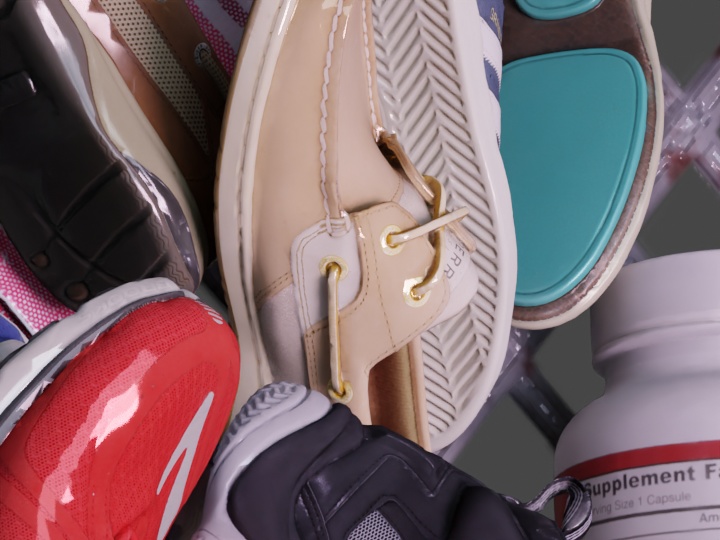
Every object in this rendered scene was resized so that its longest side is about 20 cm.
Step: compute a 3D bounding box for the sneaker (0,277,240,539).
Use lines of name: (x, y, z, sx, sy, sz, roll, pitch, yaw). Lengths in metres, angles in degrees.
sneaker: (-0.071, 0.098, 0.685, 0.201, 0.085, 0.077, -62, 147, -17)

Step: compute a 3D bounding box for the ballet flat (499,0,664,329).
ballet flat: (0.071, -0.065, 0.970, 0.069, 0.069, 0.201, 20, 64, -28)

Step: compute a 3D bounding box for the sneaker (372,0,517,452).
sneaker: (0.016, -0.046, 0.901, 0.085, 0.074, 0.201, -59, 151, -66)

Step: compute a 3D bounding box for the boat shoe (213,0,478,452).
boat shoe: (0.000, 0.000, 0.833, 0.074, 0.069, 0.201, -61, 157, -54)

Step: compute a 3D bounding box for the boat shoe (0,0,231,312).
boat shoe: (-0.091, -0.084, 0.826, 0.074, 0.075, 0.201, -42, 112, -42)

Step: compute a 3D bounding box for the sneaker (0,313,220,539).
sneaker: (-0.127, 0.039, 0.762, 0.081, 0.115, 0.199, -61, 151, 3)

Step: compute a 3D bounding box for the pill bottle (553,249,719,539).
pill bottle: (0.116, 0.101, 0.919, 0.112, 0.112, 0.201, 10, 71, -32)

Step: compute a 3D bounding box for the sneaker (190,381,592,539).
sneaker: (0.004, 0.120, 0.736, 0.113, 0.076, 0.201, 11, 53, 4)

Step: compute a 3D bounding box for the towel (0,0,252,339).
towel: (-0.071, -0.076, 0.894, 0.147, 0.030, 0.200, 53, 54, -11)
